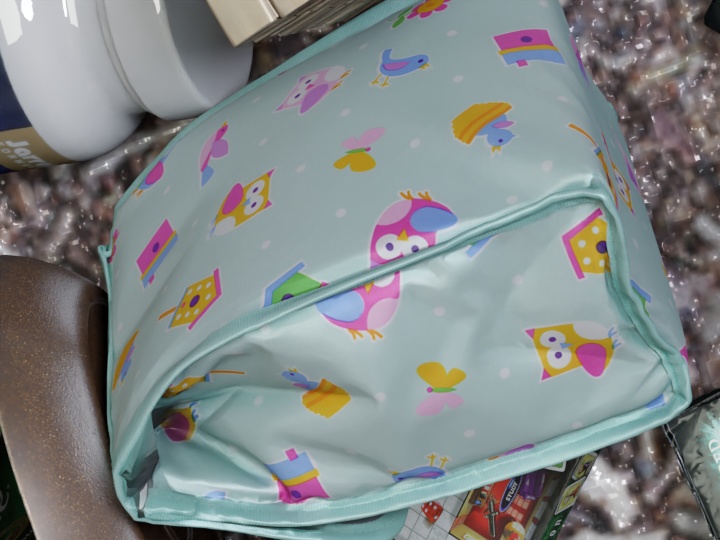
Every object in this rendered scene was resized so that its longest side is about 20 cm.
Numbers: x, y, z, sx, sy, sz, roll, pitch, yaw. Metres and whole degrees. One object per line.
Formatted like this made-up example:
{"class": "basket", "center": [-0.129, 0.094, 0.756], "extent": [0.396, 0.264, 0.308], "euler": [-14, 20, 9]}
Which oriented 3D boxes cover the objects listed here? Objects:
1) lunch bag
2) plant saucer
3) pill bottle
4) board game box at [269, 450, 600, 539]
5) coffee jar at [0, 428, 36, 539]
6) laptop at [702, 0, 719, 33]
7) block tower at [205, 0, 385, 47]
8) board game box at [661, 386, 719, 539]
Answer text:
{"class": "lunch bag", "center": [0.000, 0.000, 0.836], "extent": [0.199, 0.171, 0.122], "euler": [-24, 125, 10]}
{"class": "plant saucer", "center": [-0.085, 0.083, 0.883], "extent": [0.032, 0.200, 0.201], "euler": [-21, 87, 6]}
{"class": "pill bottle", "center": [-0.149, -0.095, 0.931], "extent": [0.199, 0.116, 0.116], "euler": [-7, 91, 20]}
{"class": "board game box", "center": [0.012, 0.122, 0.931], "extent": [0.105, 0.023, 0.201], "euler": [31, 104, 28]}
{"class": "coffee jar", "center": [-0.179, 0.080, 0.909], "extent": [0.104, 0.200, 0.085], "euler": [-43, 80, 18]}
{"class": "laptop", "center": [0.249, -0.144, 0.828], "extent": [0.177, 0.103, 0.201], "euler": [29, 78, 5]}
{"class": "block tower", "center": [-0.007, -0.120, 0.836], "extent": [0.054, 0.200, 0.058], "euler": [-30, 92, 18]}
{"class": "board game box", "center": [0.210, 0.118, 0.865], "extent": [0.135, 0.028, 0.201], "euler": [-25, 86, 20]}
